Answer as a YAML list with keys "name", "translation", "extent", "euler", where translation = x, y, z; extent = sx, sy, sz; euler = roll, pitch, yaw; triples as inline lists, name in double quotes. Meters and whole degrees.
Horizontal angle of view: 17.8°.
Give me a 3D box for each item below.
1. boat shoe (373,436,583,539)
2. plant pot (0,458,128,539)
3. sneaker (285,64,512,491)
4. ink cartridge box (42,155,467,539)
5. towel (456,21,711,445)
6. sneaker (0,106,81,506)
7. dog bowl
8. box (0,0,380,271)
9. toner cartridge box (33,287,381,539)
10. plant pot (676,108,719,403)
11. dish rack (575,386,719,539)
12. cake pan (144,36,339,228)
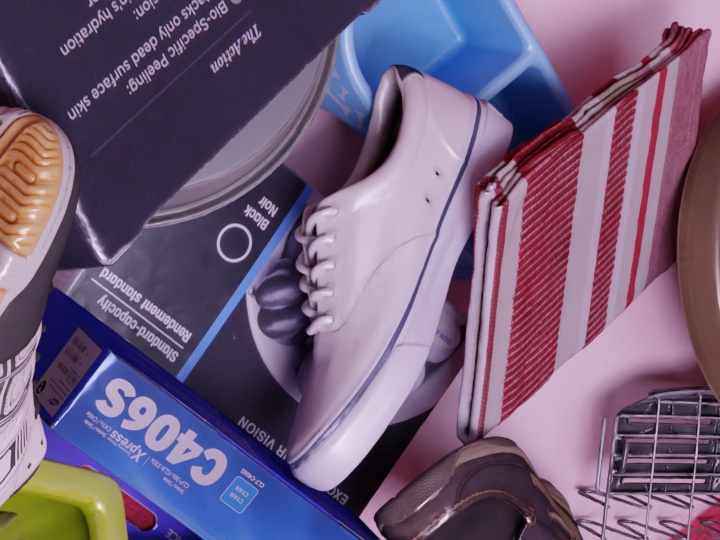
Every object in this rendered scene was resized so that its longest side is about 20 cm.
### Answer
- name: "boat shoe"
  translation: [0.072, 0.133, 1.093]
  extent: [0.074, 0.073, 0.200]
  euler: [-41, 155, 11]
- name: "plant pot"
  translation: [-0.219, 0.183, 0.909]
  extent: [0.198, 0.181, 0.201]
  euler: [15, 63, -43]
- name: "sneaker"
  translation: [0.000, 0.000, 1.030]
  extent: [0.071, 0.073, 0.201]
  euler: [29, 66, -15]
- name: "ink cartridge box"
  translation: [-0.068, 0.052, 1.079]
  extent: [0.198, 0.043, 0.201]
  euler: [39, 82, -27]
- name: "towel"
  translation: [0.106, -0.020, 1.099]
  extent: [0.200, 0.023, 0.145]
  euler: [-38, 141, -44]
- name: "sneaker"
  translation: [-0.143, 0.033, 0.805]
  extent: [0.087, 0.076, 0.201]
  euler: [9, 117, -51]
- name: "dog bowl"
  translation: [0.044, -0.082, 1.109]
  extent: [0.111, 0.050, 0.201]
  euler: [-40, 115, -16]
- name: "box"
  translation: [-0.118, -0.133, 0.862]
  extent: [0.197, 0.117, 0.201]
  euler: [-47, 119, -39]
- name: "toner cartridge box"
  translation: [-0.063, 0.091, 1.011]
  extent: [0.200, 0.095, 0.043]
  euler: [40, 90, -27]
- name: "plant pot"
  translation: [0.260, -0.006, 1.179]
  extent: [0.200, 0.092, 0.202]
  euler: [5, 83, -43]
- name: "dish rack"
  translation: [0.171, 0.160, 1.217]
  extent: [0.152, 0.054, 0.202]
  euler: [4, 95, -30]
- name: "cake pan"
  translation: [-0.100, -0.119, 1.007]
  extent: [0.199, 0.037, 0.202]
  euler: [0, 89, -16]
